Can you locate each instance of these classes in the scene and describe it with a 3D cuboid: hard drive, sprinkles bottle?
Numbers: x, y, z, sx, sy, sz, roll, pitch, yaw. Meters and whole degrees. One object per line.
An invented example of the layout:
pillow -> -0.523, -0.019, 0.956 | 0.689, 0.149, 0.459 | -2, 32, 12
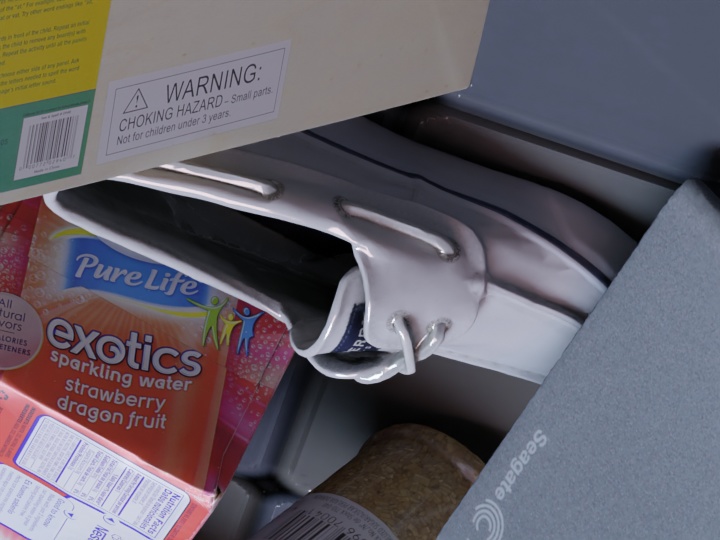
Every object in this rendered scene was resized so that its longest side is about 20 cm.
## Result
hard drive -> 0.113, 0.090, 0.785 | 0.033, 0.200, 0.140 | 10, 121, -45
sprinkles bottle -> -0.032, 0.123, 0.922 | 0.068, 0.200, 0.068 | 24, 131, 31

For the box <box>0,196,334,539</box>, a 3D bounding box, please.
box -> -0.096, 0.052, 0.937 | 0.099, 0.096, 0.200 | 29, 146, -4

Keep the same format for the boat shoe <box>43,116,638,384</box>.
boat shoe -> 0.000, 0.000, 0.848 | 0.199, 0.066, 0.074 | 24, 147, -11

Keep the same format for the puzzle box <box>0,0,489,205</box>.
puzzle box -> -0.041, -0.084, 0.604 | 0.025, 0.199, 0.134 | 36, 126, 35
